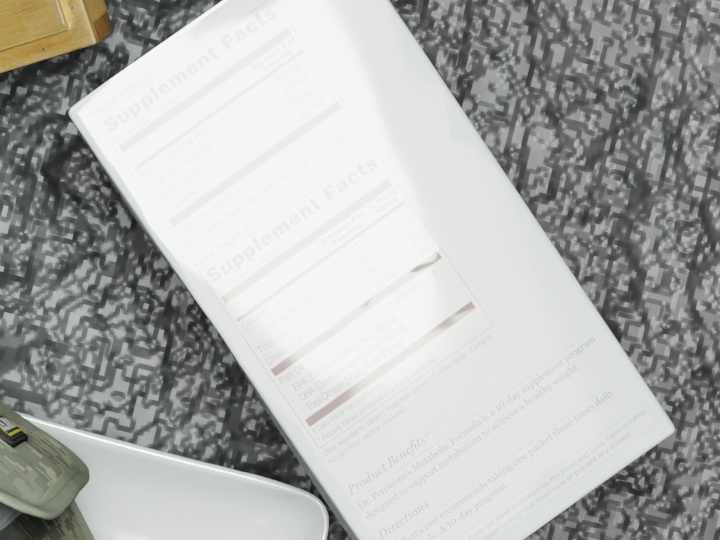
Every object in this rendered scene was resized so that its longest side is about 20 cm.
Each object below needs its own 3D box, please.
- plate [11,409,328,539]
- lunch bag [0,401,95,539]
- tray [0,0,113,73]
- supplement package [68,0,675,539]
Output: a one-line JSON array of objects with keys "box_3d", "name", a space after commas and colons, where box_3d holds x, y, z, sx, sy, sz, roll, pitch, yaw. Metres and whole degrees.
[{"box_3d": [-0.130, 0.150, 0.816, 0.198, 0.032, 0.202, 16, 87, -5], "name": "plate"}, {"box_3d": [-0.136, 0.106, 0.718, 0.117, 0.164, 0.202, -21, 91, -1], "name": "lunch bag"}, {"box_3d": [-0.195, -0.097, 0.778, 0.198, 0.037, 0.099, -16, 103, 7], "name": "tray"}, {"box_3d": [0.000, 0.000, 0.792, 0.109, 0.114, 0.201, -34, 93, -4], "name": "supplement package"}]
